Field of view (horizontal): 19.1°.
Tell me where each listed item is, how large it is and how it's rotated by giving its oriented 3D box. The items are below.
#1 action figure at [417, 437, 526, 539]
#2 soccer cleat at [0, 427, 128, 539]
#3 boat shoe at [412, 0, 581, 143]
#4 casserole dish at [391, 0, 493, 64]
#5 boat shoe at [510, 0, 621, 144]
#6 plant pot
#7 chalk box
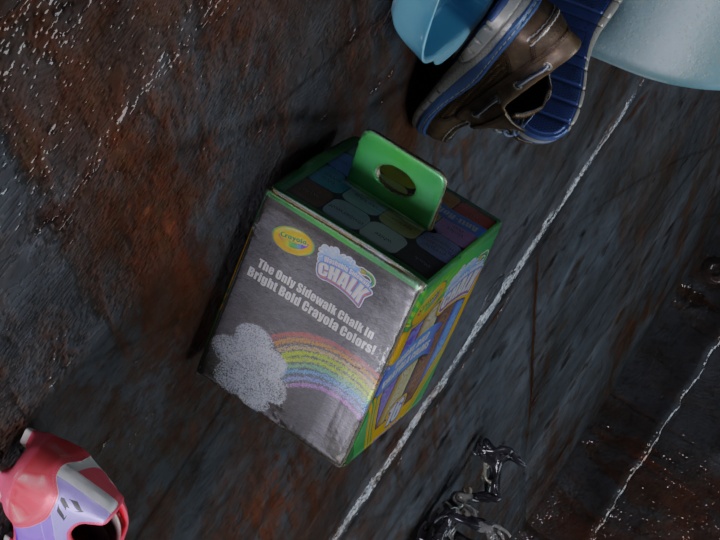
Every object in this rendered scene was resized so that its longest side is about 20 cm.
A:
[{"bbox_3d":[0.134,0.305,2.577,0.200,0.102,0.119,-58,178,-8],"label":"action figure"},{"bbox_3d":[-0.170,0.158,1.277,0.067,0.076,0.200,-52,164,-23],"label":"soccer cleat"},{"bbox_3d":[0.096,-0.131,1.524,0.072,0.072,0.200,-53,-179,-23],"label":"boat shoe"},{"bbox_3d":[0.072,-0.225,1.385,0.121,0.039,0.200,-42,157,-49],"label":"casserole dish"},{"bbox_3d":[0.149,-0.193,1.629,0.072,0.072,0.201,168,-55,-76],"label":"boat shoe"},{"bbox_3d":[0.287,-0.254,1.728,0.196,0.200,0.196,-37,154,-56],"label":"plant pot"},{"bbox_3d":[0.000,0.000,1.403,0.124,0.124,0.200,-36,155,-56],"label":"chalk box"}]
